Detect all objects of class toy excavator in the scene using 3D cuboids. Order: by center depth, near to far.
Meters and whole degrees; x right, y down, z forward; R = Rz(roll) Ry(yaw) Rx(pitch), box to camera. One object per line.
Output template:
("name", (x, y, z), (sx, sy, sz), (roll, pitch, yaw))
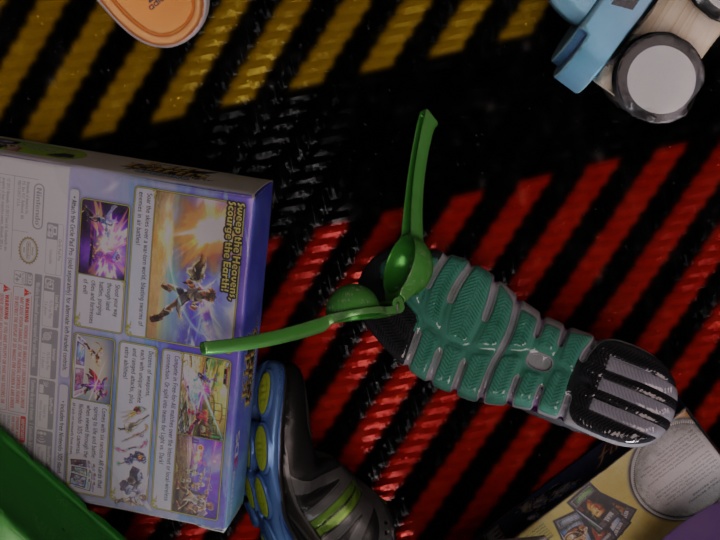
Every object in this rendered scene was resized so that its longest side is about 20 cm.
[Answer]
("toy excavator", (0.134, -0.204, 0.851), (0.199, 0.100, 0.195), (35, 101, -4))

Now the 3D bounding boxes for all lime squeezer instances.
("lime squeezer", (0.000, 0.000, 0.879), (0.200, 0.038, 0.071), (-47, 119, -24))

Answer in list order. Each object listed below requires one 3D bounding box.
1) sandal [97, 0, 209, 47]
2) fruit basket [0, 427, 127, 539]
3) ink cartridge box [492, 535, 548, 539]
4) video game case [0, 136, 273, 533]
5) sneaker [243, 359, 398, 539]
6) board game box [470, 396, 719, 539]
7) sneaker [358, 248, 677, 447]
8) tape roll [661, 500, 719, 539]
("sandal", (-0.153, -0.207, 0.844), (0.079, 0.059, 0.207), (-39, 105, 8))
("fruit basket", (-0.223, 0.213, 0.892), (0.213, 0.156, 0.218), (0, 103, 0))
("ink cartridge box", (0.081, 0.274, 0.890), (0.144, 0.084, 0.201), (-31, 96, -32))
("video game case", (-0.148, 0.034, 0.903), (0.180, 0.045, 0.202), (10, 107, 11))
("sneaker", (-0.023, 0.143, 0.961), (0.082, 0.071, 0.201), (-24, 105, -19))
("board game box", (0.158, 0.188, 0.993), (0.199, 0.035, 0.136), (-37, 105, 8))
("sneaker", (0.089, 0.055, 0.933), (0.199, 0.088, 0.075), (27, 80, 15))
("tape roll", (0.253, 0.231, 0.954), (0.198, 0.085, 0.201), (-8, 124, -12))
